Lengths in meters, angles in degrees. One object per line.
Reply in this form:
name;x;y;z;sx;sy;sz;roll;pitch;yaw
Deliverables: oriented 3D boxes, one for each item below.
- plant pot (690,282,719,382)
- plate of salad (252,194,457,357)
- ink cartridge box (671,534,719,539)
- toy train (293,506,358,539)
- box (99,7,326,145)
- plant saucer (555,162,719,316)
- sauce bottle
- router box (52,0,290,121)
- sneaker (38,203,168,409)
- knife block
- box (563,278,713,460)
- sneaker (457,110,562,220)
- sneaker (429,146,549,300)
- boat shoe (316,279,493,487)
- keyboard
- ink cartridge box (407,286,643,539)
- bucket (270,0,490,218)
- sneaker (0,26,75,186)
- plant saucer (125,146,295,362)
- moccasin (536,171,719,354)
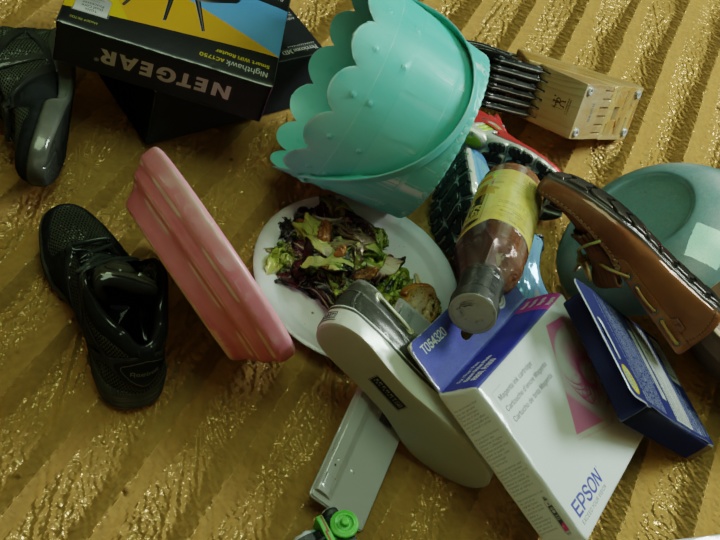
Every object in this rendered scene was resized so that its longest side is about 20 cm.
plant pot;0.387;0.054;1.080;0.199;0.093;0.202;11;48;-13
plate of salad;0.000;0.000;1.011;0.198;0.048;0.201;10;50;-12
ink cartridge box;0.220;0.278;0.848;0.198;0.067;0.117;-1;53;-21
toy train;0.010;0.266;0.800;0.056;0.042;0.201;-21;61;-21
box;-0.158;-0.221;1.115;0.199;0.079;0.141;-20;59;-33
plant saucer;0.279;-0.045;1.071;0.200;0.039;0.202;-21;40;19
sauce bottle;0.115;-0.022;0.945;0.066;0.066;0.200;25;36;2
router box;-0.172;-0.232;1.031;0.198;0.051;0.150;15;49;-11
sneaker;-0.205;0.002;0.890;0.076;0.115;0.200;-9;54;-29
knife block;0.200;-0.209;1.239;0.175;0.064;0.199;33;25;33
box;0.239;0.089;0.963;0.200;0.032;0.122;32;31;-50
sneaker;0.142;-0.131;1.157;0.199;0.077;0.085;34;41;7
sneaker;0.132;-0.029;1.078;0.089;0.078;0.201;3;59;-30
boat shoe;0.050;0.092;0.894;0.200;0.070;0.064;50;52;-17
keyboard;0.017;0.115;0.914;0.056;0.011;0.201;43;54;-24
ink cartridge box;0.149;0.099;0.915;0.201;0.043;0.196;55;36;-2
bucket;0.019;-0.157;1.029;0.134;0.207;0.208;26;46;-14
sneaker;-0.318;-0.153;0.993;0.113;0.077;0.201;4;48;-15
plant saucer;-0.127;-0.003;0.885;0.051;0.201;0.201;-35;67;-8
moccasin;0.231;-0.008;0.980;0.201;0.078;0.074;42;18;-8
